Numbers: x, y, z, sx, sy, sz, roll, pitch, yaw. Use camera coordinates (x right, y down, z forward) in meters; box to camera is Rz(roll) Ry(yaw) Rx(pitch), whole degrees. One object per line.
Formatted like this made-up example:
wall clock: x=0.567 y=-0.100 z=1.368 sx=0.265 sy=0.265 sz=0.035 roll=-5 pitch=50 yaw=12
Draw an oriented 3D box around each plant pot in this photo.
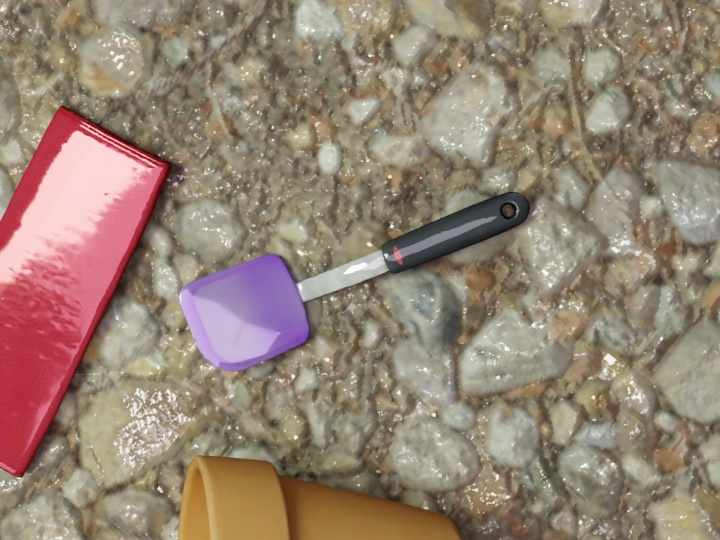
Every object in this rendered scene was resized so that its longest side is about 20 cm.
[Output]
plant pot: x=-0.021 y=0.198 z=1.101 sx=0.139 sy=0.200 sz=0.201 roll=1 pitch=97 yaw=-11

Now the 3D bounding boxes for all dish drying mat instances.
dish drying mat: x=-0.180 y=0.013 z=1.173 sx=0.077 sy=0.018 sz=0.200 roll=27 pitch=100 yaw=3

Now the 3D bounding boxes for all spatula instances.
spatula: x=0.000 y=0.000 z=1.150 sx=0.199 sy=0.021 sz=0.057 roll=-21 pitch=92 yaw=8
